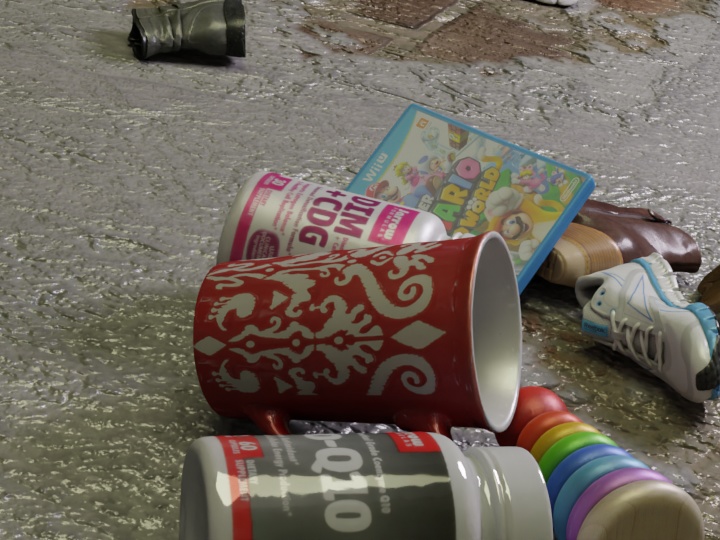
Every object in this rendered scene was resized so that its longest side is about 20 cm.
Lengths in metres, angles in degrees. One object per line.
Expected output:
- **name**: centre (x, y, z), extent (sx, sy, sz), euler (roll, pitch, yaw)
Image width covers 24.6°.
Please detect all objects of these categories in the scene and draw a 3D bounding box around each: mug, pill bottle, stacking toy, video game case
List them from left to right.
- **mug**: centre (-0.007, 0.057, 1.100), extent (0.199, 0.134, 0.178), euler (-2, 38, 19)
- **pill bottle**: centre (0.000, 0.000, 1.263), extent (0.199, 0.114, 0.113), euler (15, 26, 13)
- **pill bottle**: centre (0.002, 0.151, 0.953), extent (0.199, 0.114, 0.114), euler (0, 27, -16)
- **video game case**: centre (0.081, -0.057, 1.414), extent (0.200, 0.018, 0.143), euler (26, 71, 34)
- **stacking toy**: centre (0.143, 0.137, 1.082), extent (0.085, 0.086, 0.200), euler (-1, 20, -19)

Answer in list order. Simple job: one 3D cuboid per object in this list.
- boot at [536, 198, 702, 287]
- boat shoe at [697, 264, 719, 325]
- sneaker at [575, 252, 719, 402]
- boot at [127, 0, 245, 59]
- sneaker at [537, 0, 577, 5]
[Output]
- **boot**: centre (0.185, -0.041, 1.470), extent (0.166, 0.073, 0.200), euler (-5, 32, -36)
- **boat shoe**: centre (0.327, 0.022, 1.386), extent (0.065, 0.071, 0.200), euler (48, 23, 1)
- **sneaker**: centre (0.221, 0.050, 1.293), extent (0.086, 0.075, 0.200), euler (-5, 21, -9)
- **boot**: centre (-0.198, -0.291, 1.868), extent (0.130, 0.068, 0.200), euler (-1, 25, -6)
- **sneaker**: centre (0.204, -0.412, 2.209), extent (0.199, 0.084, 0.081), euler (7, 25, -1)
